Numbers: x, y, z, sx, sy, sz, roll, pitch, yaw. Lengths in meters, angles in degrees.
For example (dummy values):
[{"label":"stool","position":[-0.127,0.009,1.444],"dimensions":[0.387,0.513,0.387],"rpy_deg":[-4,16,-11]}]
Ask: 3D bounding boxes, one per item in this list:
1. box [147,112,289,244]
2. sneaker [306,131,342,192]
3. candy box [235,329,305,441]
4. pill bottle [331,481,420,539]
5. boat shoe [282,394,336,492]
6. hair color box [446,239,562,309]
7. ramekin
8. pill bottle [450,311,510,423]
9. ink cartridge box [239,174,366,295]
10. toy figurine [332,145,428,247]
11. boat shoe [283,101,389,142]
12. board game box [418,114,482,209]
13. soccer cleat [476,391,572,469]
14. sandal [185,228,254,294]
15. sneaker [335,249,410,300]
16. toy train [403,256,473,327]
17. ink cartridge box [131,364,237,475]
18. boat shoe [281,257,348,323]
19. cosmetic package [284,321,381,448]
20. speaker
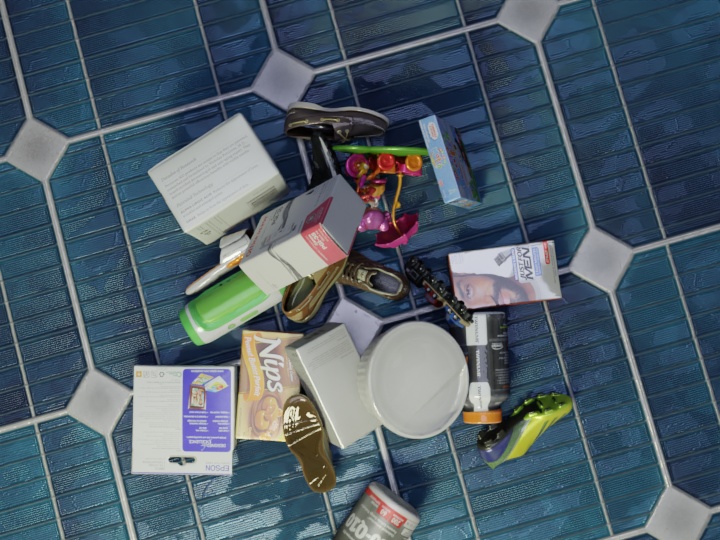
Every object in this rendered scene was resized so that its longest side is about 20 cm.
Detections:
[{"label":"box","position":[-0.250,-0.161,1.645],"dimensions":[0.199,0.199,0.131],"rpy_deg":[-32,85,-1]},{"label":"sneaker","position":[-0.073,-0.155,1.687],"dimensions":[0.087,0.076,0.201],"rpy_deg":[-17,104,7]},{"label":"candy box","position":[-0.167,0.213,1.686],"dimensions":[0.114,0.055,0.202],"rpy_deg":[4,85,1]},{"label":"pill bottle","position":[0.010,0.494,1.631],"dimensions":[0.114,0.114,0.201],"rpy_deg":[34,87,3]},{"label":"boat shoe","position":[-0.093,0.305,1.640],"dimensions":[0.072,0.065,0.201],"rpy_deg":[-18,111,2]},{"label":"hair color box","position":[0.267,0.011,1.692],"dimensions":[0.198,0.064,0.112],"rpy_deg":[-8,86,1]},{"label":"ramekin","position":[0.085,0.192,1.601],"dimensions":[0.201,0.094,0.204],"rpy_deg":[2,84,-23]},{"label":"pill bottle","position":[0.220,0.178,1.658],"dimensions":[0.105,0.106,0.202],"rpy_deg":[-2,85,1]},{"label":"ink cartridge box","position":[-0.101,-0.060,1.580],"dimensions":[0.199,0.147,0.083],"rpy_deg":[-24,121,33]},{"label":"toy figurine","position":[0.042,-0.134,1.669],"dimensions":[0.198,0.150,0.186],"rpy_deg":[0,95,-20]},{"label":"boat shoe","position":[-0.046,-0.272,1.710],"dimensions":[0.198,0.072,0.060],"rpy_deg":[8,66,6]},{"label":"board game box","position":[0.166,-0.192,1.641],"dimensions":[0.036,0.200,0.152],"rpy_deg":[-19,85,18]},{"label":"soccer cleat","position":[0.308,0.296,1.680],"dimensions":[0.199,0.065,0.084],"rpy_deg":[-29,115,-6]},{"label":"sandal","position":[-0.253,-0.030,1.695],"dimensions":[0.206,0.079,0.059],"rpy_deg":[-34,88,0]},{"label":"sneaker","position":[0.000,0.000,1.690],"dimensions":[0.199,0.076,0.071],"rpy_deg":[17,86,3]},{"label":"toy train","position":[0.140,0.042,1.656],"dimensions":[0.046,0.034,0.200],"rpy_deg":[-51,47,8]},{"label":"ink cartridge box","position":[-0.326,0.276,1.682],"dimensions":[0.196,0.043,0.202],"rpy_deg":[0,85,7]},{"label":"boat shoe","position":[-0.083,0.002,1.653],"dimensions":[0.075,0.074,0.201],"rpy_deg":[24,91,25]},{"label":"cosmetic package","position":[-0.043,0.206,1.641],"dimensions":[0.107,0.085,0.201],"rpy_deg":[-26,98,-19]},{"label":"speaker","position":[-0.234,0.059,1.686],"dimensions":[0.199,0.088,0.089],"rpy_deg":[-30,86,-1]}]
